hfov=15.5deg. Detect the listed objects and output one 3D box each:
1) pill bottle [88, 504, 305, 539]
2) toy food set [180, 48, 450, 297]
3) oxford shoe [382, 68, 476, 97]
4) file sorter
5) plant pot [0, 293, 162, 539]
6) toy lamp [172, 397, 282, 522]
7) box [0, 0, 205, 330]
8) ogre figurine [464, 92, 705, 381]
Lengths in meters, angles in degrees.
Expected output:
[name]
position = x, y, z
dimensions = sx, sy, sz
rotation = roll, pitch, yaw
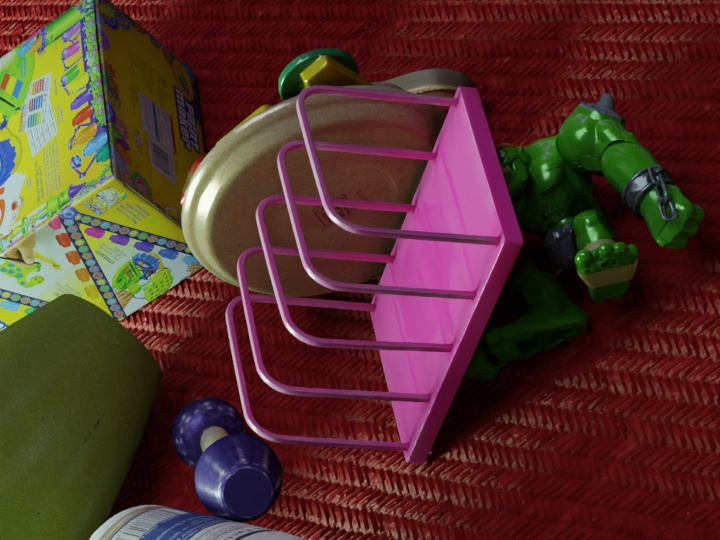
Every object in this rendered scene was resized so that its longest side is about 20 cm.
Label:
[pill bottle]
position = -0.078, 0.208, 1.588
dimensions = 0.199, 0.111, 0.112
rotation = 6, 65, 50
[toy food set]
position = -0.021, -0.056, 1.726
dimensions = 0.198, 0.200, 0.049
rotation = -37, 49, 21
[oxford shoe]
position = -0.010, -0.076, 1.833
dimensions = 0.199, 0.071, 0.072
rotation = -20, 54, 31
[file sorter]
position = 0.000, 0.000, 1.650
dimensions = 0.139, 0.125, 0.201
rotation = -104, 27, -43
[plant pot]
position = -0.232, 0.122, 1.830
dimensions = 0.187, 0.187, 0.200
rotation = 18, 62, 48
[toy lamp]
position = -0.086, 0.122, 1.700
dimensions = 0.058, 0.058, 0.200
rotation = -52, 14, 0
[box]
position = -0.224, -0.065, 1.983
dimensions = 0.192, 0.122, 0.201
rotation = -31, 45, 22
[ogre figurine]
position = 0.120, -0.024, 1.654
dimensions = 0.200, 0.097, 0.121
rotation = 124, 139, -49
